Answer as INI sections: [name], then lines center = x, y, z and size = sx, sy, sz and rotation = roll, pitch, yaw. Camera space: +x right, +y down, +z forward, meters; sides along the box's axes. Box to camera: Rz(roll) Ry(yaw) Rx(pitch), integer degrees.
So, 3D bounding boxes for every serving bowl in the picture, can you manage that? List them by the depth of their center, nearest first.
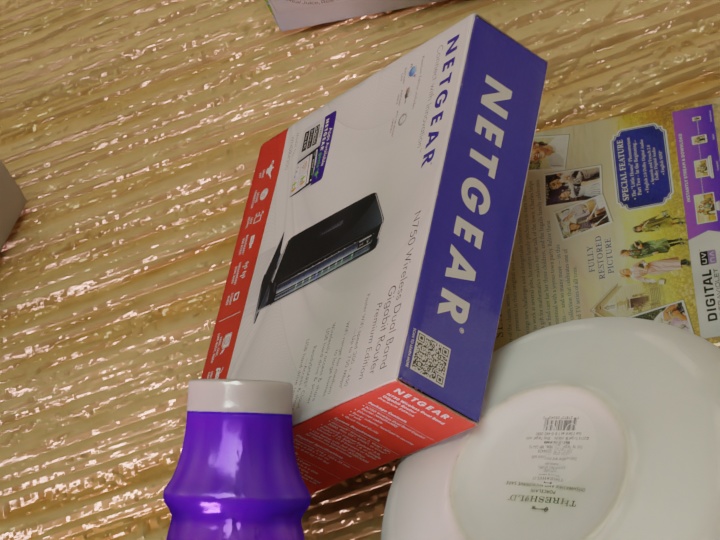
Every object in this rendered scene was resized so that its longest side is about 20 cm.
[serving bowl]
center = 0.090, 0.101, 0.978
size = 0.199, 0.066, 0.201
rotation = -17, 51, 22

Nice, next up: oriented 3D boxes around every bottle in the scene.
[bottle]
center = -0.055, 0.148, 0.987
size = 0.065, 0.084, 0.202
rotation = 2, 85, -5

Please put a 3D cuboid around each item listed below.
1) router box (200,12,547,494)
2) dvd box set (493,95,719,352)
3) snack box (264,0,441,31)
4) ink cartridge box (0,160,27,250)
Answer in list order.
[router box]
center = 0.000, 0.000, 1.077
size = 0.179, 0.049, 0.201
rotation = -28, 41, 48
[dvd box set]
center = 0.117, -0.008, 1.107
size = 0.199, 0.029, 0.147
rotation = -11, 55, 12
[snack box]
center = 0.043, -0.219, 1.264
size = 0.199, 0.053, 0.143
rotation = -9, 54, 15
[ink cartridge box]
center = -0.289, 0.008, 1.215
size = 0.144, 0.084, 0.201
rotation = 11, 61, 27
